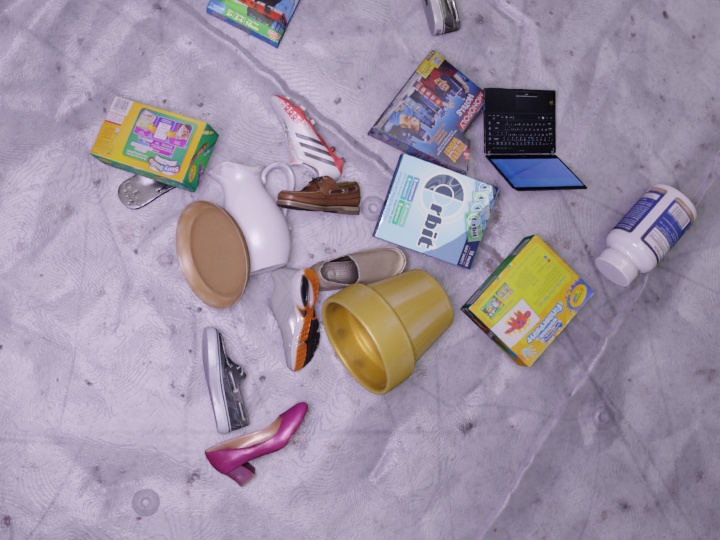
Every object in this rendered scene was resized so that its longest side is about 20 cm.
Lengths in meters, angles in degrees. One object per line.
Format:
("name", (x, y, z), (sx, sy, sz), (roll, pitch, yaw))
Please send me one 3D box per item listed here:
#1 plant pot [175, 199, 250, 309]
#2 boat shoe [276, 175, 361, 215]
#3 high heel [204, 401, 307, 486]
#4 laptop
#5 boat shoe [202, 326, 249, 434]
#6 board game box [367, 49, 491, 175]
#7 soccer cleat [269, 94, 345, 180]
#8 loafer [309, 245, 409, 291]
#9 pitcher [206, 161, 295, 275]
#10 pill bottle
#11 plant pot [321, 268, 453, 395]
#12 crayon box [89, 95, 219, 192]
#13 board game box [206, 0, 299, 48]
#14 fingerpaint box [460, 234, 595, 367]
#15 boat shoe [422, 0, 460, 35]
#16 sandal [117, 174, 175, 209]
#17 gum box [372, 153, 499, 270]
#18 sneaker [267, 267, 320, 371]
("plant pot", (-0.261, -0.030, 1.437), (0.027, 0.200, 0.200), (-20, 90, -45))
("boat shoe", (-0.078, -0.142, 1.476), (0.200, 0.072, 0.068), (-1, 98, -52))
("high heel", (-0.189, 0.299, 1.470), (0.096, 0.067, 0.200), (44, 85, -15))
("laptop", (0.337, -0.255, 1.546), (0.177, 0.103, 0.201), (-4, 96, -27))
("boat shoe", (-0.247, 0.198, 1.477), (0.071, 0.072, 0.201), (-10, 98, -18))
("board game box", (0.153, -0.286, 1.564), (0.200, 0.062, 0.200), (38, 81, -7))
("soccer cleat", (-0.115, -0.243, 1.517), (0.085, 0.069, 0.200), (-42, 98, -13))
("loafer", (0.000, 0.000, 1.519), (0.199, 0.068, 0.076), (-13, 89, -9))
("pitcher", (-0.179, -0.102, 1.482), (0.171, 0.121, 0.200), (-13, 85, -32))
("pill bottle", (0.561, -0.067, 1.589), (0.111, 0.111, 0.200), (44, 81, -4))
("plant pot", (0.060, 0.095, 1.470), (0.189, 0.201, 0.201), (-30, 92, -24))
("crayon box", (-0.371, -0.228, 1.443), (0.200, 0.058, 0.119), (19, 81, 15))
("board game box", (-0.184, -0.552, 1.539), (0.151, 0.037, 0.200), (25, 82, -6))
("fingerpaint box", (0.325, 0.059, 1.564), (0.167, 0.073, 0.200), (43, 82, -3))
("boat shoe", (0.152, -0.566, 1.579), (0.064, 0.071, 0.201), (-13, 97, -9))
("sandal", (-0.358, -0.183, 1.486), (0.200, 0.043, 0.076), (-41, 93, -9))
("gum box", (0.145, -0.113, 1.549), (0.200, 0.045, 0.170), (19, 93, -8))
("sneaker", (-0.131, 0.088, 1.501), (0.092, 0.076, 0.201), (10, 102, 30))
